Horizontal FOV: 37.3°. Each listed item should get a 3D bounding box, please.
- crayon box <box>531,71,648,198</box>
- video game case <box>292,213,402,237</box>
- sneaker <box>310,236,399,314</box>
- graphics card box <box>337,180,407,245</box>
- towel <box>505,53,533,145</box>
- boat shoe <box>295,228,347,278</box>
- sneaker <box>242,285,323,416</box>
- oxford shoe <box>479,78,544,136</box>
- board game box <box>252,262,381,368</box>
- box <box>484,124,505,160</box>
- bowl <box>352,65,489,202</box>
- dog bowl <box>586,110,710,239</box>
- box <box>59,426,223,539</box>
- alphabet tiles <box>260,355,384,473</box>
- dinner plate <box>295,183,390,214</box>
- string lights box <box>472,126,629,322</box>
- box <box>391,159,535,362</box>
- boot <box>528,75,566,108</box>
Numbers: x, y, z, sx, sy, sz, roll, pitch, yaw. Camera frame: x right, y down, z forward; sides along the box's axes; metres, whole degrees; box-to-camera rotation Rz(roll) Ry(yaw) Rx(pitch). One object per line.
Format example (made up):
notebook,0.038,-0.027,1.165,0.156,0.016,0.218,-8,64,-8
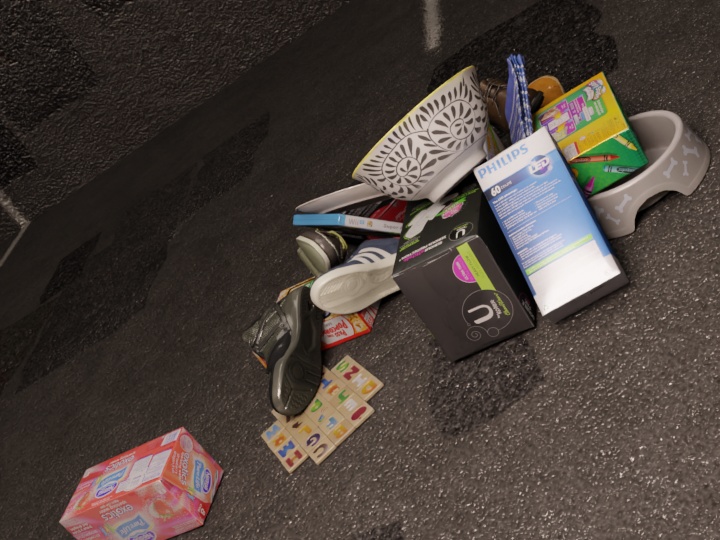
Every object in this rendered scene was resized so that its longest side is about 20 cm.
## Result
crayon box,0.288,-0.171,1.374,0.118,0.058,0.201,-30,24,18
video game case,0.018,-0.064,1.593,0.143,0.198,0.018,5,89,59
sneaker,0.000,0.000,1.527,0.198,0.076,0.084,-16,37,-34
graphics card box,0.016,-0.102,1.809,0.126,0.051,0.199,-46,25,-18
towel,0.216,-0.175,1.456,0.023,0.145,0.203,-3,62,2
boat shoe,-0.053,-0.033,1.576,0.060,0.072,0.201,-38,0,-8
sneaker,-0.114,0.126,1.507,0.114,0.076,0.202,-28,44,34
oxford shoe,0.216,-0.253,1.624,0.073,0.084,0.200,-59,15,-3
board game box,-0.057,0.059,1.623,0.198,0.046,0.152,-23,28,32
box,0.165,-0.137,1.588,0.112,0.102,0.201,-31,24,19
bowl,0.094,-0.147,1.306,0.200,0.094,0.201,-42,-2,-2
dog bowl,0.342,-0.128,1.365,0.199,0.059,0.201,-31,25,16
box,-0.298,0.309,1.455,0.198,0.095,0.103,-26,25,27
alphabet tiles,-0.054,0.189,1.431,0.166,0.006,0.200,-42,23,-8
dinner plate,0.001,-0.109,1.578,0.197,0.025,0.200,-15,-1,0
string lights box,0.221,-0.054,1.250,0.102,0.059,0.202,-29,68,17
box,0.136,-0.016,1.344,0.123,0.149,0.201,-25,25,24
boot,0.275,-0.225,1.633,0.144,0.071,0.201,-48,23,-12
